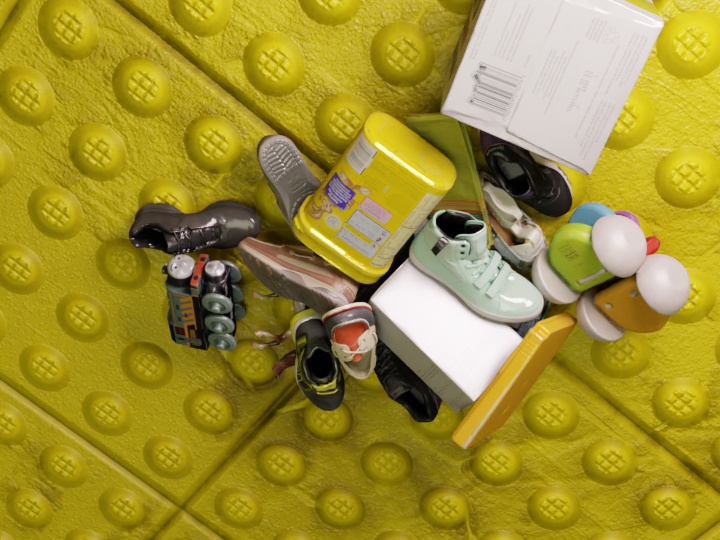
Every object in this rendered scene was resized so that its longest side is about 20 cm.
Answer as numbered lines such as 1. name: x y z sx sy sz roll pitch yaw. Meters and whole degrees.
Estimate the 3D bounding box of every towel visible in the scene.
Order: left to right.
1. towel: 0.118 -0.116 1.364 0.085 0.018 0.202 0 123 29

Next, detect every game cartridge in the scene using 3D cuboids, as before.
1. game cartridge: 0.216 0.148 1.420 0.032 0.176 0.201 37 107 19

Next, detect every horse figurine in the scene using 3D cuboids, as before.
1. horse figurine: -0.099 0.061 1.544 0.131 0.050 0.202 -3 109 -14

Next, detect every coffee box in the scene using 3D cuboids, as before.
1. coffee box: 0.226 -0.273 1.251 0.198 0.198 0.201 21 118 -3

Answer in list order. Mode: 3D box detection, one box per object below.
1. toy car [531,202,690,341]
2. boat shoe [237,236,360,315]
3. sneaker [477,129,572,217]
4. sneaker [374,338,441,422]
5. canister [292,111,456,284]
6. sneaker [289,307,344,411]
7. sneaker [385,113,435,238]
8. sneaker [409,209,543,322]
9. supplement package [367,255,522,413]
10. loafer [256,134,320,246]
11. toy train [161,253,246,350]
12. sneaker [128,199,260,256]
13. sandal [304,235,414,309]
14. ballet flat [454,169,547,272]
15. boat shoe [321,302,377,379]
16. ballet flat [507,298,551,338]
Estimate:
1. toy car: 0.347 -0.012 1.393 0.199 0.151 0.175 38 144 -14
2. boat shoe: -0.086 0.000 1.457 0.199 0.072 0.076 28 152 22
3. sneaker: 0.219 -0.116 1.366 0.075 0.088 0.200 -25 133 30
4. sneaker: 0.054 0.143 1.538 0.076 0.088 0.200 -38 104 25
5. canister: 0.018 -0.094 1.357 0.148 0.087 0.200 35 130 -6
6. sneaker: -0.063 0.150 1.510 0.074 0.085 0.201 -16 132 -2
7. sneaker: 0.081 -0.137 1.422 0.084 0.077 0.201 -24 118 8
8. sneaker: 0.165 -0.006 1.351 0.199 0.074 0.118 28 153 1
9. supplement package: 0.112 0.084 1.441 0.200 0.117 0.117 44 74 5
10. loafer: -0.090 -0.116 1.461 0.075 0.070 0.201 -28 123 -6
11. toy train: -0.235 0.050 1.524 0.113 0.086 0.201 9 145 4
12. sneaker: -0.244 -0.054 1.496 0.197 0.091 0.077 -3 114 9
13. sandal: 0.000 0.000 1.503 0.082 0.055 0.200 38 99 -26
14. ballet flat: 0.206 -0.065 1.410 0.200 0.071 0.069 43 71 -22
15. boat shoe: -0.010 0.098 1.416 0.070 0.063 0.200 -12 159 -1
16. ballet flat: 0.228 0.093 1.508 0.073 0.074 0.202 16 116 1
